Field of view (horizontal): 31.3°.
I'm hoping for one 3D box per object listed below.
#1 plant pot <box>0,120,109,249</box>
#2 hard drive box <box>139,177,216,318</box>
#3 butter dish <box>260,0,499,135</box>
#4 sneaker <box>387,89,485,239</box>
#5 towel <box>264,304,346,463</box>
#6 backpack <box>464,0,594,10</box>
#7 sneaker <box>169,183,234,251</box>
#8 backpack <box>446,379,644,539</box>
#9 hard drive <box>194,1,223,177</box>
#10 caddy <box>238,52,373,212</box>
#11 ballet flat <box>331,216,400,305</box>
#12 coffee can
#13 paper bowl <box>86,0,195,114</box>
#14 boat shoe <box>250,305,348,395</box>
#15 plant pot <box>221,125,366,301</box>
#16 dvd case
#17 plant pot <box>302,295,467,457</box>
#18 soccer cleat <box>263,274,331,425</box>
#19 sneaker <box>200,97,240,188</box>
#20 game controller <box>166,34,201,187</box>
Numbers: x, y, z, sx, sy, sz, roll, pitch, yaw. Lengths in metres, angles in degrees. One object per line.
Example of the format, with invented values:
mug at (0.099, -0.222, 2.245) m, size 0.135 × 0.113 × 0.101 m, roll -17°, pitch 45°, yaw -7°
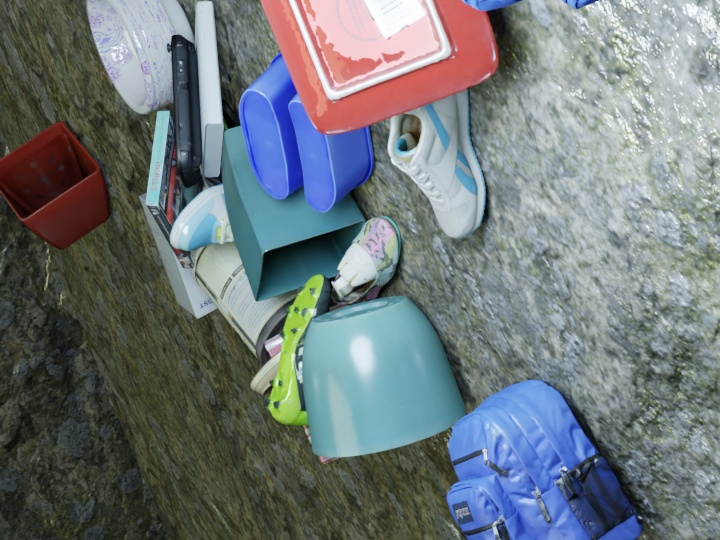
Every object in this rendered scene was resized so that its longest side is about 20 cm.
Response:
plant pot at (-0.661, -0.168, 2.816) m, size 0.200 × 0.200 × 0.176 m, roll 46°, pitch 167°, yaw 35°
hard drive box at (-0.232, -0.053, 1.997) m, size 0.077 × 0.156 × 0.200 m, roll 31°, pitch 144°, yaw 51°
butter dish at (0.027, -0.252, 1.191) m, size 0.199 × 0.148 × 0.200 m, roll -17°, pitch 102°, yaw 28°
sneaker at (0.073, -0.115, 1.324) m, size 0.076 × 0.081 × 0.200 m, roll 32°, pitch 145°, yaw 49°
towel at (-0.031, 0.156, 1.811) m, size 0.200 × 0.146 × 0.030 m, roll 65°, pitch 176°, yaw -8°
backpack at (0.127, -0.263, 0.833) m, size 0.168 × 0.200 × 0.163 m, roll 52°, pitch 156°, yaw 25°
sneaker at (-0.154, -0.061, 1.770) m, size 0.131 × 0.200 × 0.080 m, roll 38°, pitch 141°, yaw 22°
backpack at (0.180, 0.228, 1.385) m, size 0.200 × 0.168 × 0.163 m, roll 63°, pitch 153°, yaw 7°
hard drive at (-0.209, -0.247, 1.761) m, size 0.132 × 0.027 × 0.200 m, roll 106°, pitch 159°, yaw -61°
caddy at (-0.059, -0.169, 1.534) m, size 0.141 × 0.105 × 0.200 m, roll 19°, pitch 137°, yaw 29°
ballet flat at (0.000, 0.000, 1.644) m, size 0.069 × 0.071 × 0.200 m, roll 55°, pitch 158°, yaw 13°
coffee can at (-0.137, 0.033, 1.896) m, size 0.200 × 0.146 × 0.146 m, roll 48°, pitch 155°, yaw 33°
paper bowl at (-0.315, -0.340, 1.898) m, size 0.201 × 0.104 × 0.201 m, roll 49°, pitch 153°, yaw 35°
boat shoe at (-0.057, 0.116, 1.748) m, size 0.065 × 0.200 × 0.072 m, roll 56°, pitch 175°, yaw 9°
plant pot at (-0.103, -0.094, 1.687) m, size 0.141 × 0.141 × 0.200 m, roll 107°, pitch 142°, yaw -61°
dvd case at (-0.256, -0.109, 1.794) m, size 0.200 × 0.022 × 0.146 m, roll 71°, pitch -160°, yaw -65°
plant pot at (0.017, 0.123, 1.602) m, size 0.201 × 0.200 × 0.161 m, roll 0°, pitch 105°, yaw 66°
soccer cleat at (-0.066, 0.106, 1.689) m, size 0.067 × 0.081 × 0.200 m, roll 11°, pitch 85°, yaw 59°
sneaker at (-0.201, -0.176, 1.885) m, size 0.200 × 0.074 × 0.087 m, roll 69°, pitch 164°, yaw -6°
game controller at (-0.240, -0.216, 1.750) m, size 0.104 × 0.042 × 0.200 m, roll 121°, pitch 147°, yaw -73°
